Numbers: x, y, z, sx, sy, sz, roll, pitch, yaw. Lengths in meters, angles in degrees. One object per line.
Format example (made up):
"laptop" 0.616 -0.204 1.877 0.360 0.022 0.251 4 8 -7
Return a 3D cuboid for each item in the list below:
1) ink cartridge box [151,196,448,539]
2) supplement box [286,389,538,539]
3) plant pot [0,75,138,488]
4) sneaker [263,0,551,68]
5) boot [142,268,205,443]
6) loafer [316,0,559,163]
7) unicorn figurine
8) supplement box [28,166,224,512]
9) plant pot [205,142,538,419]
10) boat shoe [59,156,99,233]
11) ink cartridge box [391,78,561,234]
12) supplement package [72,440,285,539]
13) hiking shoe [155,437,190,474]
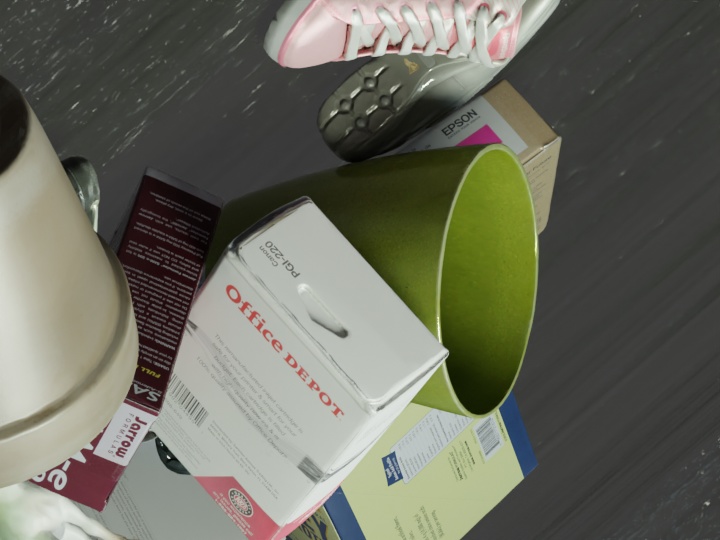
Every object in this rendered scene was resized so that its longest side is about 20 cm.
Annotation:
"ink cartridge box" -0.051 0.070 1.495 0.085 0.146 0.200 -35 168 -39
"supplement box" 0.019 0.142 1.920 0.200 0.134 0.201 -41 140 -16
"plant pot" -0.225 -0.010 1.208 0.199 0.200 0.174 -31 142 -25
"sneaker" 0.041 -0.166 1.453 0.200 0.105 0.075 -31 161 -22
"boot" -0.167 0.081 1.613 0.199 0.096 0.074 -32 160 -22
"loafer" 0.057 -0.148 1.586 0.199 0.070 0.070 -35 167 7
"unicorn figurine" -0.209 0.164 1.508 0.074 0.137 0.200 -56 176 -38
"supplement box" -0.150 0.041 1.448 0.201 0.061 0.109 -78 -165 -48
"plant pot" 0.000 0.000 1.581 0.187 0.199 0.189 5 90 -65
"boat shoe" -0.193 0.001 1.425 0.063 0.071 0.200 -33 161 -27
"ink cartridge box" 0.058 -0.040 1.807 0.199 0.075 0.165 -34 159 -15
"supplement package" -0.183 0.212 1.791 0.199 0.122 0.120 -6 145 -47
"hiking shoe" -0.083 0.073 1.681 0.201 0.074 0.087 -58 165 -21
